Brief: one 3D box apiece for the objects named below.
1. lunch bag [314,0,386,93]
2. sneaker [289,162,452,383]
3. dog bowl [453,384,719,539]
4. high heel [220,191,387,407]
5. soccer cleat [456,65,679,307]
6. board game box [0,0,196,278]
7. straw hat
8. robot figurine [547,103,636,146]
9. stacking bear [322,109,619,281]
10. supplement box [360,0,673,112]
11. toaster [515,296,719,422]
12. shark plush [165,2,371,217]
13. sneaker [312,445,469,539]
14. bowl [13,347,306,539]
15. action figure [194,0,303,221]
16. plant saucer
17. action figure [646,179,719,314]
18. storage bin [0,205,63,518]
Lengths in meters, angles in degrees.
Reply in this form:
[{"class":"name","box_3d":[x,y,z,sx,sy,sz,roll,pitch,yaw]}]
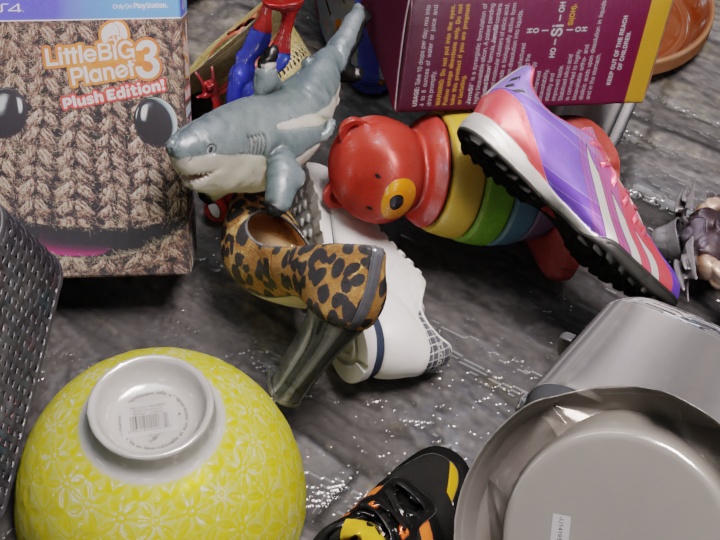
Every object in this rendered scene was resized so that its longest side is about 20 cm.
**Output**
[{"class":"lunch bag","box_3d":[0.012,-0.280,1.200,0.122,0.171,0.202,-1,47,2]},{"class":"sneaker","box_3d":[0.000,0.000,1.028,0.079,0.077,0.202,-4,52,-23]},{"class":"dog bowl","box_3d":[0.157,0.162,0.818,0.198,0.202,0.059,26,13,19]},{"class":"high heel","box_3d":[-0.035,-0.026,0.948,0.071,0.143,0.202,9,47,-31]},{"class":"soccer cleat","box_3d":[0.158,-0.054,0.951,0.200,0.068,0.073,42,81,-8]},{"class":"board game box","box_3d":[-0.203,-0.103,1.001,0.157,0.203,0.097,-3,13,-5]},{"class":"straw hat","box_3d":[-0.081,-0.165,1.141,0.085,0.200,0.201,50,54,-14]},{"class":"robot figurine","box_3d":[0.133,-0.170,1.146,0.198,0.114,0.169,28,12,20]},{"class":"stacking bear","box_3d":[0.071,-0.070,1.019,0.197,0.122,0.114,3,40,-22]},{"class":"supplement box","box_3d":[0.110,-0.198,1.013,0.197,0.104,0.132,-4,45,-12]},{"class":"toaster","box_3d":[0.208,0.107,0.909,0.198,0.115,0.129,25,49,20]},{"class":"shark plush","box_3d":[-0.050,-0.119,0.968,0.200,0.084,0.091,-42,35,-16]},{"class":"sneaker","box_3d":[0.014,0.173,0.854,0.069,0.091,0.200,29,54,21]},{"class":"bowl","box_3d":[-0.132,0.118,0.884,0.197,0.108,0.202,1,48,-1]},{"class":"action figure","box_3d":[-0.091,-0.123,1.039,0.051,0.202,0.065,-11,41,-33]},{"class":"plant saucer","box_3d":[0.227,-0.245,1.271,0.197,0.033,0.202,2,49,-2]},{"class":"action figure","box_3d":[0.311,-0.009,1.049,0.197,0.070,0.132,6,56,7]},{"class":"storage bin","box_3d":[-0.288,0.058,0.885,0.133,0.094,0.203,3,68,16]}]
